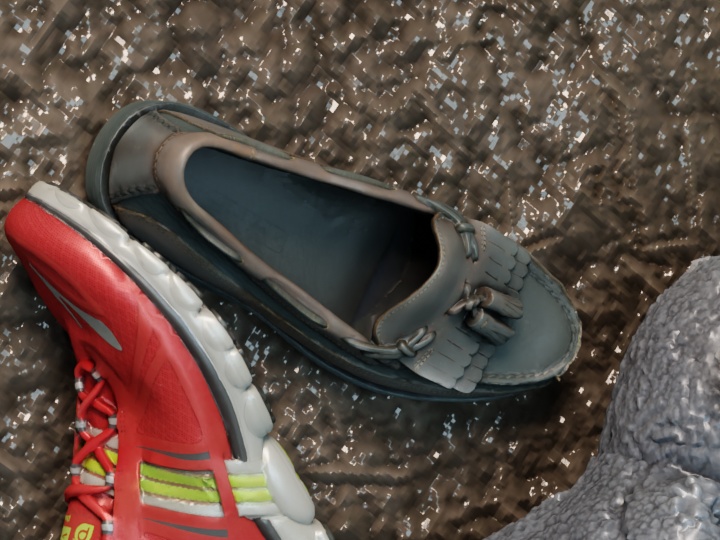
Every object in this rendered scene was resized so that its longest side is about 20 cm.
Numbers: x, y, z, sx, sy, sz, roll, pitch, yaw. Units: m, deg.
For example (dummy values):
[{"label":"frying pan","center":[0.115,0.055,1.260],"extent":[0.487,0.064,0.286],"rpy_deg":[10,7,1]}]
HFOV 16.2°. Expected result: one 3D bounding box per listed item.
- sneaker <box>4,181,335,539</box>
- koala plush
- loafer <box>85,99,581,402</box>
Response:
[{"label":"sneaker","center":[-0.071,0.066,0.844],"extent":[0.085,0.077,0.201],"rpy_deg":[-33,107,-16]},{"label":"koala plush","center":[0.125,0.082,0.894],"extent":[0.183,0.177,0.201],"rpy_deg":[18,88,-2]},{"label":"loafer","center":[0.000,0.000,0.880],"extent":[0.199,0.063,0.072],"rpy_deg":[23,83,-26]}]
